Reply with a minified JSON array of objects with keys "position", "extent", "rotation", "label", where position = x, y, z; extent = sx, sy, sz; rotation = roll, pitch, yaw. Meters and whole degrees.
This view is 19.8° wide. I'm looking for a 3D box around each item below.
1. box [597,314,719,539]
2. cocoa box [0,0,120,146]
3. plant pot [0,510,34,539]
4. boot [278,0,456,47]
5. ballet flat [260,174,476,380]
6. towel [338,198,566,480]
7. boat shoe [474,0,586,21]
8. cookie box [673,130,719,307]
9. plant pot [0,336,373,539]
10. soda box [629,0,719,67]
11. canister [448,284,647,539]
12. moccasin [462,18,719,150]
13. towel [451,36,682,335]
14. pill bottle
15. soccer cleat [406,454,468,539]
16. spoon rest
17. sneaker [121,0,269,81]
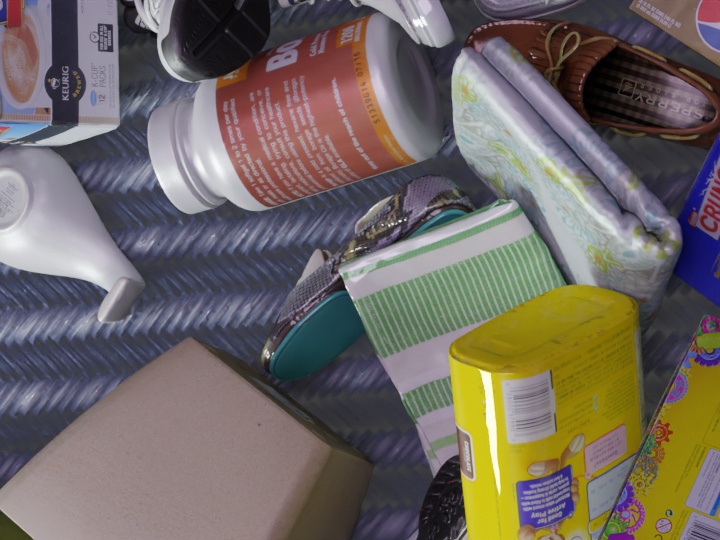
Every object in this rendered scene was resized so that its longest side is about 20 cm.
[{"position":[0.238,0.170,1.307],"extent":[0.122,0.193,0.200],"rotation":[20,69,21],"label":"box"},{"position":[-0.267,-0.200,1.566],"extent":[0.133,0.131,0.200],"rotation":[-5,85,61],"label":"cocoa box"},{"position":[-0.315,0.252,1.588],"extent":[0.200,0.187,0.187],"rotation":[25,98,36],"label":"plant pot"},{"position":[-0.011,-0.203,1.447],"extent":[0.095,0.074,0.200],"rotation":[-30,46,-1],"label":"boot"},{"position":[0.000,0.000,1.521],"extent":[0.200,0.072,0.072],"rotation":[-41,75,16],"label":"ballet flat"},{"position":[0.088,0.061,1.462],"extent":[0.152,0.023,0.200],"rotation":[-22,101,20],"label":"towel"},{"position":[0.163,-0.236,1.454],"extent":[0.202,0.065,0.075],"rotation":[-21,80,21],"label":"boat shoe"},{"position":[0.315,-0.021,1.339],"extent":[0.200,0.075,0.171],"rotation":[39,138,18],"label":"cookie box"},{"position":[-0.105,0.164,1.493],"extent":[0.200,0.200,0.177],"rotation":[37,89,19],"label":"plant pot"},{"position":[0.287,-0.151,1.402],"extent":[0.200,0.064,0.068],"rotation":[36,102,19],"label":"soda box"},{"position":[0.130,0.126,1.376],"extent":[0.086,0.148,0.200],"rotation":[17,122,45],"label":"canister"},{"position":[0.162,-0.130,1.444],"extent":[0.201,0.078,0.074],"rotation":[25,98,21],"label":"moccasin"},{"position":[0.136,-0.054,1.405],"extent":[0.048,0.171,0.200],"rotation":[-39,74,-9],"label":"towel"},{"position":[-0.049,-0.109,1.510],"extent":[0.200,0.112,0.112],"rotation":[-16,82,20],"label":"pill bottle"},{"position":[0.060,0.209,1.480],"extent":[0.200,0.073,0.068],"rotation":[-59,43,32],"label":"soccer cleat"},{"position":[-0.236,-0.025,1.622],"extent":[0.200,0.061,0.099],"rotation":[41,102,32],"label":"spoon rest"},{"position":[-0.128,-0.182,1.517],"extent":[0.115,0.201,0.076],"rotation":[-29,115,31],"label":"sneaker"}]
